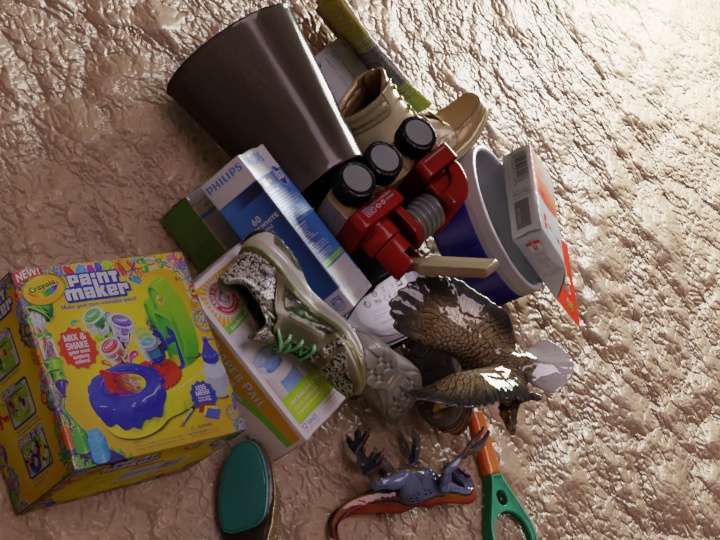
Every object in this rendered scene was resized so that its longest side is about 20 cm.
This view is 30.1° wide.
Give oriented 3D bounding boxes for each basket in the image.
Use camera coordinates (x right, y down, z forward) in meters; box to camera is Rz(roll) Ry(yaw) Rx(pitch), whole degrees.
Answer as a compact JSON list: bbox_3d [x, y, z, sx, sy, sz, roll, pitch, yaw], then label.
[{"bbox_3d":[-0.095,-0.178,1.552,0.179,0.136,0.201,-35,81,-12],"label":"basket"}]

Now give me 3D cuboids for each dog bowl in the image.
[{"bbox_3d":[0.160,-0.054,1.736,0.200,0.078,0.202,49,28,-37],"label":"dog bowl"}]

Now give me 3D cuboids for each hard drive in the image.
[{"bbox_3d":[0.000,0.000,1.601,0.138,0.038,0.202,-22,80,-26],"label":"hard drive"}]

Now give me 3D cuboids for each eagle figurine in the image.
[{"bbox_3d":[0.128,0.108,1.499,0.200,0.151,0.152,41,75,-48],"label":"eagle figurine"}]

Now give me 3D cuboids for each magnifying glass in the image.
[{"bbox_3d":[0.167,0.270,1.632,0.079,0.022,0.203,2,63,-42],"label":"magnifying glass"}]

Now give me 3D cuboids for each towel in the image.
[{"bbox_3d":[0.012,-0.288,1.766,0.023,0.144,0.200,-42,101,-6],"label":"towel"}]

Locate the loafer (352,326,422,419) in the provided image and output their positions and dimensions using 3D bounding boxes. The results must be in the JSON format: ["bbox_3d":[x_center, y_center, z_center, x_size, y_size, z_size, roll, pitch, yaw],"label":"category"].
[{"bbox_3d":[0.017,0.112,1.515,0.070,0.070,0.200,36,-10,29],"label":"loafer"}]

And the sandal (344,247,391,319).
[{"bbox_3d":[-0.010,0.006,1.554,0.076,0.043,0.200,39,65,9],"label":"sandal"}]

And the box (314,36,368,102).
[{"bbox_3d":[-0.034,-0.195,1.724,0.156,0.041,0.200,50,43,-7],"label":"box"}]

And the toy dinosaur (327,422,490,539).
[{"bbox_3d":[0.057,0.244,1.535,0.181,0.105,0.201,41,80,-33],"label":"toy dinosaur"}]

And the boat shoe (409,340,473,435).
[{"bbox_3d":[0.104,0.110,1.645,0.072,0.075,0.203,47,38,-47],"label":"boat shoe"}]

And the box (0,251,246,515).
[{"bbox_3d":[-0.246,0.102,1.279,0.198,0.122,0.195,-9,70,-45],"label":"box"}]

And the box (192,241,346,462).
[{"bbox_3d":[-0.119,0.092,1.418,0.201,0.101,0.112,52,42,-4],"label":"box"}]

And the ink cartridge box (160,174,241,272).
[{"bbox_3d":[-0.122,-0.013,1.512,0.201,0.059,0.104,52,42,-4],"label":"ink cartridge box"}]

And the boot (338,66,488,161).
[{"bbox_3d":[0.063,-0.195,1.669,0.199,0.073,0.156,-40,127,-13],"label":"boot"}]

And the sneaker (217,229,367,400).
[{"bbox_3d":[-0.075,0.061,1.360,0.201,0.077,0.088,50,54,1],"label":"sneaker"}]

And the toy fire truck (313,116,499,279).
[{"bbox_3d":[0.073,-0.058,1.513,0.200,0.129,0.176,47,53,7],"label":"toy fire truck"}]

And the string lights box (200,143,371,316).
[{"bbox_3d":[-0.077,-0.036,1.448,0.201,0.059,0.103,52,17,-2],"label":"string lights box"}]

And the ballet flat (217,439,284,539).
[{"bbox_3d":[-0.105,0.274,1.358,0.065,0.070,0.203,44,38,-53],"label":"ballet flat"}]

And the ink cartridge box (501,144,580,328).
[{"bbox_3d":[0.258,-0.044,1.784,0.200,0.050,0.164,46,30,-37],"label":"ink cartridge box"}]
